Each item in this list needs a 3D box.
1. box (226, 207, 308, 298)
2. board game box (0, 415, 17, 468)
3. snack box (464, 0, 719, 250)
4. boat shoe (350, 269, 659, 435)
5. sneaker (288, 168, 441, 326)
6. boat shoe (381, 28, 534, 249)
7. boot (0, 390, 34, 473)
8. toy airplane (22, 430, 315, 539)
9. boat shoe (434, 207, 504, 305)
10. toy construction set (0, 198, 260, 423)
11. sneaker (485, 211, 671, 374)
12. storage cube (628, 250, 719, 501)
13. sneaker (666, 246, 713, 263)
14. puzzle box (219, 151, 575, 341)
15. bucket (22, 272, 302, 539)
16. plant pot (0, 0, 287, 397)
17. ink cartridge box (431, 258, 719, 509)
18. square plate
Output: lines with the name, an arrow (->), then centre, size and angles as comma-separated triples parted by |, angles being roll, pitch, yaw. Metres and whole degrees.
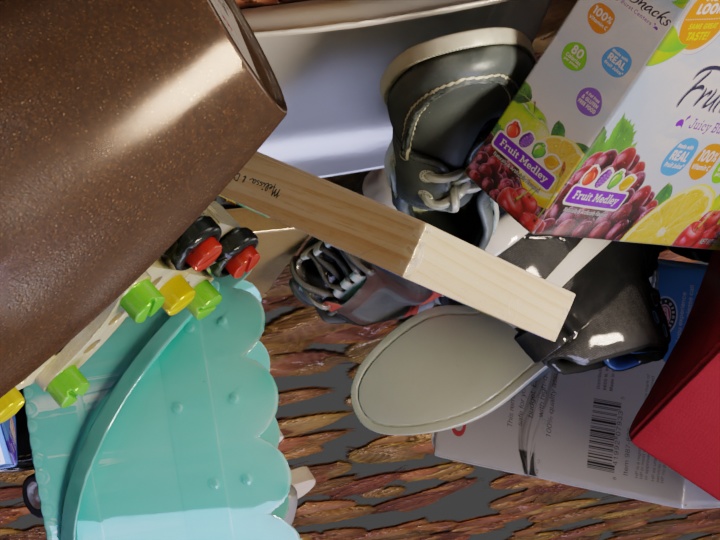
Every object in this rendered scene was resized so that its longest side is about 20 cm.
box -> -0.142, 0.003, 1.257 | 0.200, 0.021, 0.163 | -6, 163, -19
board game box -> -0.260, 0.022, 1.015 | 0.152, 0.045, 0.200 | -10, 127, -4
snack box -> 0.152, -0.082, 0.984 | 0.200, 0.053, 0.142 | 2, 125, -56
boat shoe -> 0.089, 0.042, 1.246 | 0.200, 0.073, 0.062 | -31, 163, 16
sneaker -> 0.000, 0.000, 1.228 | 0.082, 0.077, 0.200 | -22, 164, -5
boat shoe -> 0.048, -0.055, 1.001 | 0.073, 0.062, 0.200 | -10, 163, -6
boot -> -0.165, 0.080, 1.362 | 0.200, 0.073, 0.151 | -12, 176, -11
toy airplane -> -0.121, 0.175, 1.364 | 0.200, 0.141, 0.199 | -18, 177, -3
boat shoe -> 0.079, -0.027, 1.243 | 0.074, 0.060, 0.200 | -5, 162, -17
toy construction set -> -0.125, 0.007, 1.033 | 0.131, 0.092, 0.200 | -45, -177, 7
sneaker -> 0.150, -0.009, 1.156 | 0.200, 0.112, 0.073 | -31, 178, -29
storage cube -> 0.275, 0.036, 1.110 | 0.200, 0.171, 0.180 | 33, 138, -1
sneaker -> 0.245, -0.057, 1.233 | 0.200, 0.074, 0.081 | -4, -149, 38
puzzle box -> -0.017, -0.026, 0.937 | 0.200, 0.025, 0.133 | 24, -178, 36
bucket -> -0.111, 0.091, 1.186 | 0.135, 0.207, 0.207 | -9, 163, -3
plant pot -> -0.138, -0.055, 0.851 | 0.200, 0.187, 0.187 | -30, 161, 6
ink cartridge box -> 0.150, 0.061, 1.320 | 0.200, 0.145, 0.084 | 8, -179, 43
square plate -> -0.021, -0.089, 1.028 | 0.198, 0.028, 0.200 | -8, 163, -9
